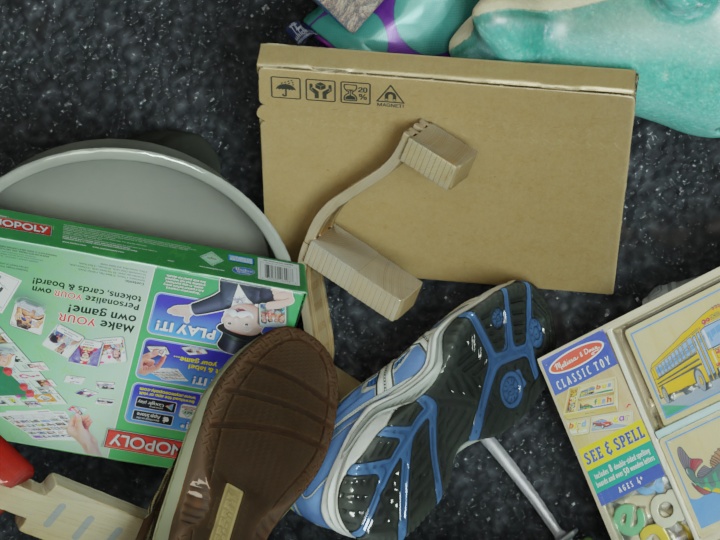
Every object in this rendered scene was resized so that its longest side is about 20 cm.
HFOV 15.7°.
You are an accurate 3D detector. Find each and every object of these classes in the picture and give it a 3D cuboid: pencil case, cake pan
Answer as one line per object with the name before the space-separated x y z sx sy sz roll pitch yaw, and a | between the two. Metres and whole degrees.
pencil case | 0.053 -0.180 1.437 0.200 0.085 0.092 -50 47 1
cake pan | -0.134 0.010 1.421 0.199 0.037 0.201 -1 125 -2

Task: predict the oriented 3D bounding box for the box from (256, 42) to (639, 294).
box | 0.045 -0.052 1.410 0.199 0.164 0.021 4 50 4

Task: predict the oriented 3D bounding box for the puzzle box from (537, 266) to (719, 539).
puzzle box | 0.204 0.064 1.376 0.200 0.025 0.133 -29 73 23

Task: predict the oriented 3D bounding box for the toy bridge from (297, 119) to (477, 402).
toy bridge | 0.000 0.000 1.413 0.067 0.027 0.200 33 128 14

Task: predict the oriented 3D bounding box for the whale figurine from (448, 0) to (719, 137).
whale figurine | 0.152 -0.119 1.392 0.199 0.159 0.104 -8 78 -16

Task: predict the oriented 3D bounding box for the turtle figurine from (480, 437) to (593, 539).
turtle figurine | 0.119 0.202 1.395 0.193 0.144 0.201 12 94 5

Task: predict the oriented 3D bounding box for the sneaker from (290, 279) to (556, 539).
sneaker | 0.032 0.069 1.412 0.200 0.077 0.076 -40 116 -35

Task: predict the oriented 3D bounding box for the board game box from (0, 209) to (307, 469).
board game box | -0.141 0.040 1.401 0.199 0.029 0.135 11 125 -11

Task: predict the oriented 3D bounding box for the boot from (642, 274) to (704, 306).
boot | 0.227 0.093 1.423 0.095 0.074 0.201 -18 87 10

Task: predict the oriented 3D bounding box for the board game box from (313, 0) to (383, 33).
board game box | -0.032 -0.257 1.399 0.160 0.097 0.200 -47 59 2

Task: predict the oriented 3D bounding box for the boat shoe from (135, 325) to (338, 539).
boat shoe | -0.077 0.117 1.340 0.075 0.075 0.203 39 53 -17

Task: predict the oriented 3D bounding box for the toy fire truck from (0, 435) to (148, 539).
toy fire truck | -0.217 0.122 1.360 0.200 0.129 0.176 42 125 8

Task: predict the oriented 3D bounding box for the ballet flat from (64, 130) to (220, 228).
ballet flat | -0.173 -0.025 1.456 0.199 0.068 0.068 -24 82 2
